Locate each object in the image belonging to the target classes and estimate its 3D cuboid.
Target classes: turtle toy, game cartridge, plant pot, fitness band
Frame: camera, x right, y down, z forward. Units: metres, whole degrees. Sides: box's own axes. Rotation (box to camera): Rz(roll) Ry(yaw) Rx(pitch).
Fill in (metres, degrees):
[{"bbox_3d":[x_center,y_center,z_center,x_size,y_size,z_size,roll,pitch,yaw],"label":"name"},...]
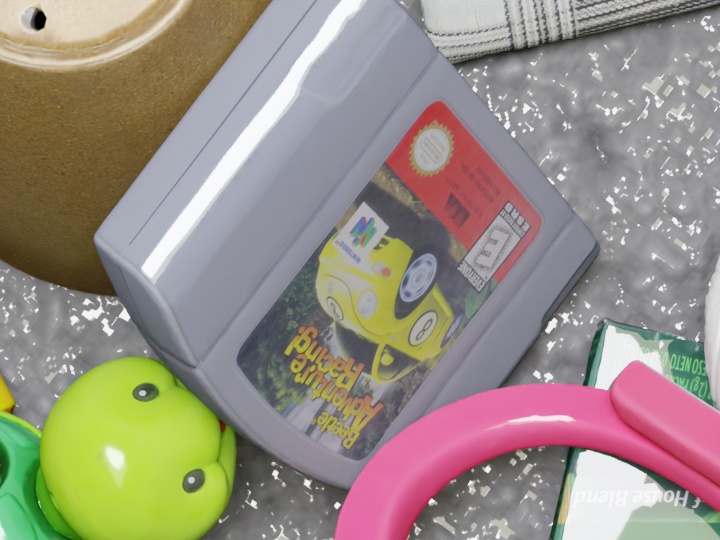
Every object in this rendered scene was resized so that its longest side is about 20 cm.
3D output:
[{"bbox_3d":[-0.133,0.097,0.780,0.200,0.101,0.146,-30,85,-2],"label":"turtle toy"},{"bbox_3d":[0.000,0.000,0.748,0.133,0.200,0.041,-50,54,-2],"label":"game cartridge"},{"bbox_3d":[-0.084,-0.092,0.750,0.186,0.200,0.187,0,85,0],"label":"plant pot"},{"bbox_3d":[0.082,0.109,0.726,0.144,0.037,0.200,-42,55,-17],"label":"fitness band"}]

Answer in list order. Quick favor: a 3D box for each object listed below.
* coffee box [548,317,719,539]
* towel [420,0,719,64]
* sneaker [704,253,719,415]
[{"bbox_3d":[0.121,0.128,0.803,0.123,0.044,0.200,14,85,2],"label":"coffee box"},{"bbox_3d":[0.098,-0.178,0.788,0.192,0.035,0.200,-13,120,-1],"label":"towel"},{"bbox_3d":[0.179,-0.032,0.781,0.082,0.077,0.200,8,68,24],"label":"sneaker"}]
